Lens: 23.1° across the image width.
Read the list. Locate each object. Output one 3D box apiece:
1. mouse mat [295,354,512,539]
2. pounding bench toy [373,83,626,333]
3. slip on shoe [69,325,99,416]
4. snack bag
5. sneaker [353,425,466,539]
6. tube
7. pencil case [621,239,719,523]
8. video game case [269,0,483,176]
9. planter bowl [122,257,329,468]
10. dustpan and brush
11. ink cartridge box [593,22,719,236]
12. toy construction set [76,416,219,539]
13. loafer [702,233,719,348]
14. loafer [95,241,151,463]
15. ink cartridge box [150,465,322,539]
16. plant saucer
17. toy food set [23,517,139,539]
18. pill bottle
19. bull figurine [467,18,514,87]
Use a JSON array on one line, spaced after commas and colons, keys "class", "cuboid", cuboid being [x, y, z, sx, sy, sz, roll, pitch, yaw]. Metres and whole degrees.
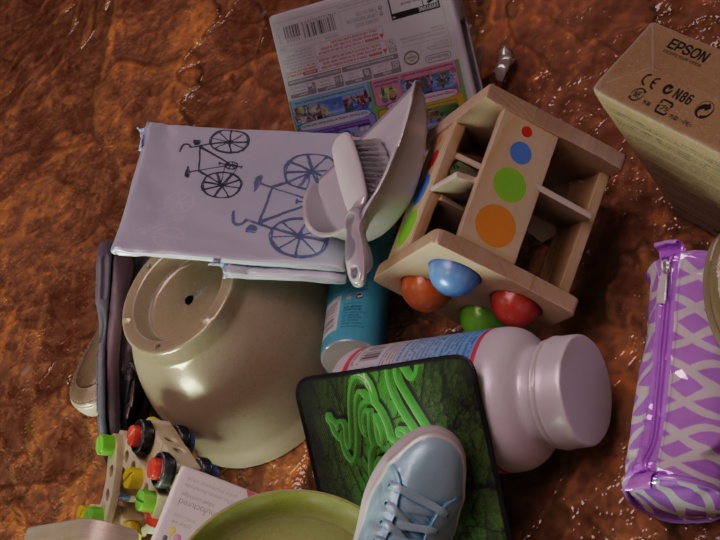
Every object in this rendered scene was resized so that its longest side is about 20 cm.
[{"class": "mouse mat", "cuboid": [0.035, 0.167, 1.293, 0.161, 0.008, 0.200, -11, 92, 34]}, {"class": "pounding bench toy", "cuboid": [0.090, -0.024, 1.390, 0.200, 0.124, 0.156, -32, 34, 65]}, {"class": "slip on shoe", "cuboid": [-0.216, 0.039, 1.638, 0.076, 0.061, 0.200, 26, 78, 46]}, {"class": "snack bag", "cuboid": [-0.101, -0.059, 1.475, 0.200, 0.021, 0.189, 4, 41, 1]}, {"class": "sneaker", "cuboid": [0.025, 0.207, 1.226, 0.082, 0.074, 0.200, -141, 74, -77]}, {"class": "tube", "cuboid": [0.000, 0.000, 1.472, 0.077, 0.050, 0.200, -24, 40, 29]}, {"class": "pencil case", "cuboid": [0.231, 0.077, 1.234, 0.084, 0.085, 0.200, -14, 53, 36]}, {"class": "video game case", "cuboid": [0.019, -0.154, 1.531, 0.200, 0.022, 0.182, -9, 96, 38]}, {"class": "planter bowl", "cuboid": [-0.117, 0.049, 1.498, 0.200, 0.135, 0.201, -21, 48, 25]}, {"class": "dustpan and brush", "cuboid": [0.002, -0.053, 1.362, 0.140, 0.057, 0.200, -43, 39, 29]}, {"class": "ink cartridge box", "cuboid": [0.281, -0.074, 1.245, 0.075, 0.165, 0.200, -49, 43, -5]}, {"class": "toy construction set", "cuboid": [-0.165, 0.197, 1.444, 0.200, 0.092, 0.131, 33, 110, 46]}, {"class": "loafer", "cuboid": [0.287, 0.057, 1.178, 0.076, 0.067, 0.200, -9, 70, -14]}, {"class": "loafer", "cuboid": [-0.203, 0.072, 1.572, 0.063, 0.072, 0.200, -2, 83, -1]}, {"class": "ink cartridge box", "cuboid": [-0.119, 0.261, 1.330, 0.067, 0.116, 0.200, 136, 154, -82]}, {"class": "plant saucer", "cuboid": [-0.050, 0.260, 1.286, 0.200, 0.200, 0.031, -54, -1, -7]}, {"class": "toy food set", "cuboid": [-0.246, 0.284, 1.445, 0.200, 0.060, 0.144, -22, 49, 60]}, {"class": "pill bottle", "cuboid": [0.081, 0.101, 1.319, 0.200, 0.109, 0.109, -10, 54, 34]}, {"class": "bull figurine", "cuboid": [0.041, -0.179, 1.584, 0.200, 0.065, 0.122, 28, 83, 36]}]
